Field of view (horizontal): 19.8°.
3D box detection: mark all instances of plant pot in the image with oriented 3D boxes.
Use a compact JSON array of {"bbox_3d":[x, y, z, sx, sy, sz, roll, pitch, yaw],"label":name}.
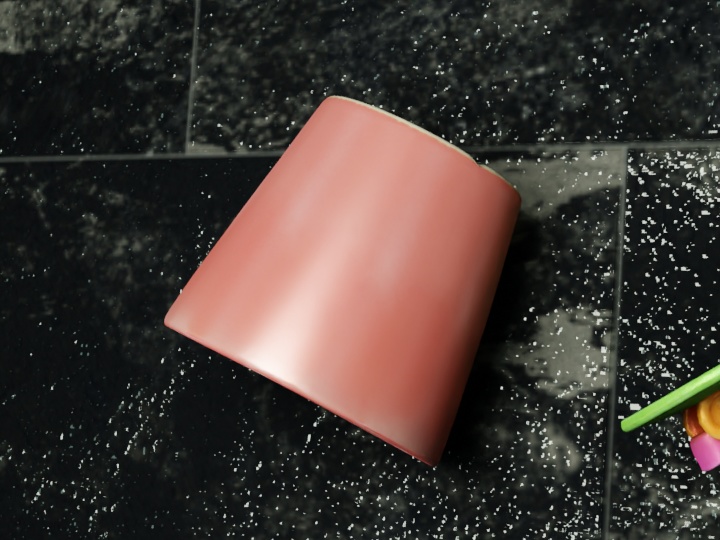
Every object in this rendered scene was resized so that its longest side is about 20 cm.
[{"bbox_3d":[0.000,0.000,1.294,0.200,0.200,0.178,25,86,28],"label":"plant pot"}]

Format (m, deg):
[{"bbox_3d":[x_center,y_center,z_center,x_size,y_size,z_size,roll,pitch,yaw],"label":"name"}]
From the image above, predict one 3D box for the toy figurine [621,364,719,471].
[{"bbox_3d":[0.280,0.116,1.178,0.199,0.150,0.185,-30,83,-5],"label":"toy figurine"}]
